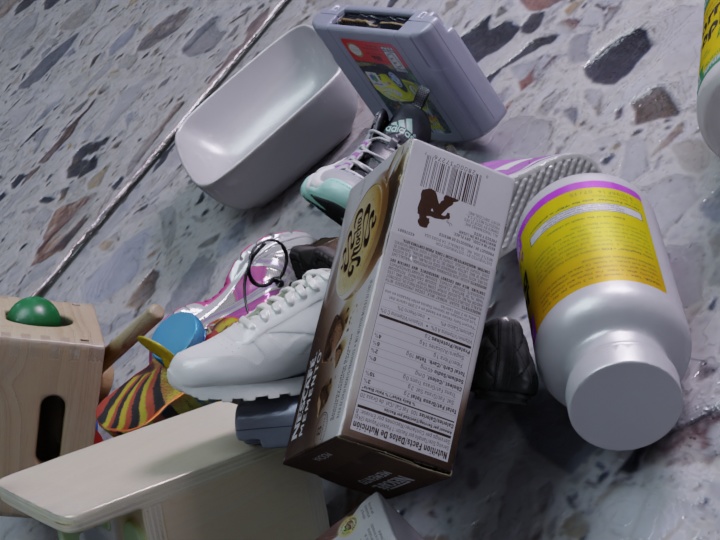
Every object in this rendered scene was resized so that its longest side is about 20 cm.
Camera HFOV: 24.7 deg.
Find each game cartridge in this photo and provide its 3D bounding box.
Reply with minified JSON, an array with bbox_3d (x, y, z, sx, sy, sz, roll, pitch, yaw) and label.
[{"bbox_3d":[0.044,-0.178,1.491,0.041,0.133,0.200,-49,29,-13],"label":"game cartridge"},{"bbox_3d":[-0.009,0.079,1.216,0.132,0.041,0.200,-2,14,9],"label":"game cartridge"}]

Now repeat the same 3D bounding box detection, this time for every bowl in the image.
[{"bbox_3d":[-0.089,-0.152,1.702,0.200,0.075,0.200,-41,28,4],"label":"bowl"}]

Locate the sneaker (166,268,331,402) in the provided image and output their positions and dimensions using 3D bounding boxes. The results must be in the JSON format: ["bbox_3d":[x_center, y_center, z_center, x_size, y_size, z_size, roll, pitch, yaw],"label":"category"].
[{"bbox_3d":[-0.041,0.040,1.151,0.198,0.081,0.076,-12,15,-15],"label":"sneaker"}]

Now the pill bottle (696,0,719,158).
[{"bbox_3d":[0.305,-0.172,1.194,0.112,0.113,0.201,-22,35,33],"label":"pill bottle"}]

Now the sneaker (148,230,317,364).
[{"bbox_3d":[-0.089,0.046,1.438,0.088,0.082,0.200,33,57,23],"label":"sneaker"}]

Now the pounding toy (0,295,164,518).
[{"bbox_3d":[-0.263,0.102,1.438,0.184,0.141,0.202,-138,55,-72],"label":"pounding toy"}]

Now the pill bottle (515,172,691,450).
[{"bbox_3d":[0.164,0.027,1.106,0.104,0.104,0.201,-31,30,19],"label":"pill bottle"}]

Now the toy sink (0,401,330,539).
[{"bbox_3d":[-0.140,0.184,1.185,0.199,0.113,0.130,-18,14,-33],"label":"toy sink"}]

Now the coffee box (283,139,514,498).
[{"bbox_3d":[0.024,0.034,1.059,0.113,0.079,0.202,146,140,-65],"label":"coffee box"}]

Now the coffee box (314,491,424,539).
[{"bbox_3d":[-0.027,0.251,1.032,0.200,0.113,0.080,-38,29,6],"label":"coffee box"}]

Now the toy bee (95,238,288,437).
[{"bbox_3d":[-0.120,0.073,1.304,0.109,0.130,0.201,41,106,49],"label":"toy bee"}]

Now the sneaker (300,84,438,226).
[{"bbox_3d":[0.019,-0.099,1.400,0.140,0.077,0.200,-55,-1,1],"label":"sneaker"}]

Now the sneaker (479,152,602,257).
[{"bbox_3d":[0.081,-0.046,1.291,0.199,0.073,0.114,-12,10,-28],"label":"sneaker"}]

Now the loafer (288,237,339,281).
[{"bbox_3d":[0.000,0.000,1.286,0.071,0.074,0.200,-22,16,-13],"label":"loafer"}]

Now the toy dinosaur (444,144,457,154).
[{"bbox_3d":[0.050,-0.025,1.392,0.200,0.060,0.106,-53,0,-25],"label":"toy dinosaur"}]

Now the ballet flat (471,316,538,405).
[{"bbox_3d":[0.093,0.059,1.144,0.200,0.066,0.057,-173,91,-85],"label":"ballet flat"}]
